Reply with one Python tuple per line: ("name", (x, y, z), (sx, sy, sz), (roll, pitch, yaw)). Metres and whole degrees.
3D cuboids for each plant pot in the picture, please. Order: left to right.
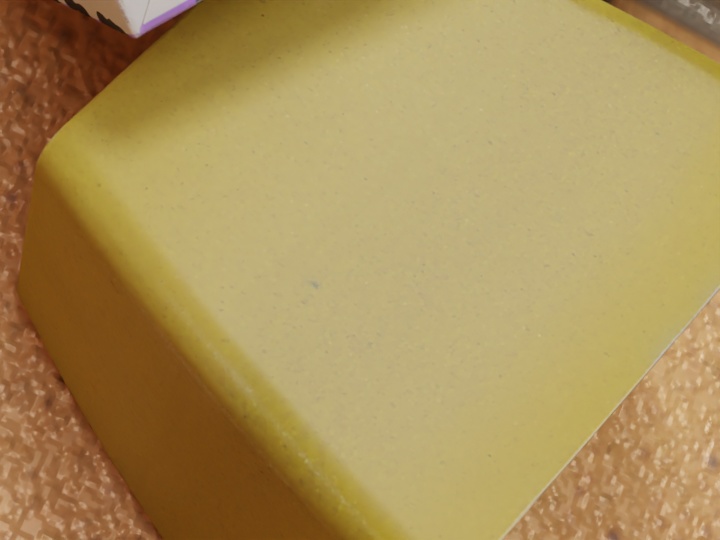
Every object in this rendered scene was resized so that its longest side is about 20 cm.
("plant pot", (0.000, 0.000, 0.694), (0.176, 0.200, 0.200), (43, 68, 5))

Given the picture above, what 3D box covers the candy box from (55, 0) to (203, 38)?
("candy box", (-0.042, -0.154, 0.681), (0.168, 0.200, 0.072), (-31, 112, -12))
